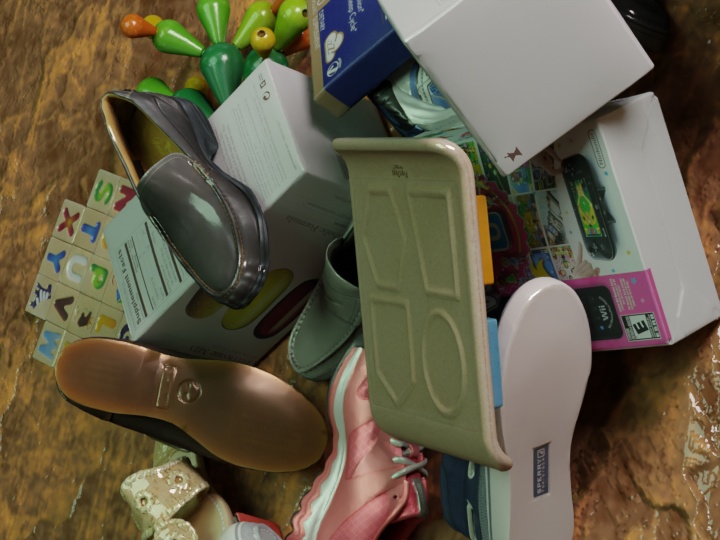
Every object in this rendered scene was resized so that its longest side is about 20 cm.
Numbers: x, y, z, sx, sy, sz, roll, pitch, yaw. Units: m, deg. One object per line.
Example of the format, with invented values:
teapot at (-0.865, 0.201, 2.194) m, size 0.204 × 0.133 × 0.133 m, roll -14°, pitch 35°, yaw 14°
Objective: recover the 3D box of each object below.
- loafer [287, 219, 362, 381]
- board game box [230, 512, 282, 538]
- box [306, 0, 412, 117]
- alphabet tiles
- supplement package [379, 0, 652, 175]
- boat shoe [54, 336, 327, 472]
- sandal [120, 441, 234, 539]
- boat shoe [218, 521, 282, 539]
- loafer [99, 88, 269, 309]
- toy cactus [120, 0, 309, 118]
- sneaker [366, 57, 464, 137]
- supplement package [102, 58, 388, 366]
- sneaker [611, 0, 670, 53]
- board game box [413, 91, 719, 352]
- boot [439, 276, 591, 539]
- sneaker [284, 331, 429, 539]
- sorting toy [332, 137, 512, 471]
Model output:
loafer at (0.000, 0.000, 1.621) m, size 0.200 × 0.070 × 0.070 m, roll -55°, pitch 47°, yaw 30°
board game box at (-0.112, 0.293, 1.662) m, size 0.200 × 0.040 × 0.153 m, roll -46°, pitch 47°, yaw 26°
box at (0.042, -0.206, 1.607) m, size 0.200 × 0.032 × 0.121 m, roll -37°, pitch 37°, yaw 27°
alphabet tiles at (-0.201, 0.010, 1.892) m, size 0.200 × 0.006 × 0.167 m, roll 21°, pitch 91°, yaw 49°
supplement package at (0.077, -0.164, 1.417) m, size 0.109 × 0.114 × 0.200 m, roll -36°, pitch 28°, yaw 6°
boat shoe at (-0.118, 0.093, 1.670) m, size 0.070 × 0.200 × 0.071 m, roll 97°, pitch -167°, yaw -80°
sandal at (-0.143, 0.160, 1.680) m, size 0.078 × 0.070 × 0.212 m, roll -47°, pitch 29°, yaw 24°
boat shoe at (-0.010, 0.230, 1.529) m, size 0.072 × 0.070 × 0.201 m, roll -45°, pitch 72°, yaw 14°
loafer at (-0.125, -0.050, 1.610) m, size 0.073 × 0.072 × 0.200 m, roll -52°, pitch 46°, yaw 19°
toy cactus at (-0.105, -0.140, 1.794) m, size 0.200 × 0.102 × 0.165 m, roll -20°, pitch 71°, yaw 32°
sneaker at (0.069, -0.115, 1.612) m, size 0.077 × 0.076 × 0.200 m, roll -51°, pitch 44°, yaw -6°
supplement package at (-0.076, -0.035, 1.694) m, size 0.200 × 0.114 × 0.110 m, roll -44°, pitch 47°, yaw 29°
sneaker at (0.165, -0.235, 1.550) m, size 0.104 × 0.060 × 0.200 m, roll -57°, pitch 39°, yaw 21°
board game box at (0.112, -0.022, 1.472) m, size 0.200 × 0.064 × 0.148 m, roll -7°, pitch 105°, yaw 47°
boot at (0.087, 0.090, 1.463) m, size 0.090 × 0.073 × 0.201 m, roll 30°, pitch 122°, yaw 51°
sneaker at (0.020, 0.129, 1.574) m, size 0.087 × 0.074 × 0.201 m, roll 22°, pitch 99°, yaw 39°
sorting toy at (0.042, 0.015, 1.439) m, size 0.185 × 0.036 × 0.201 m, roll -172°, pitch 71°, yaw -69°
